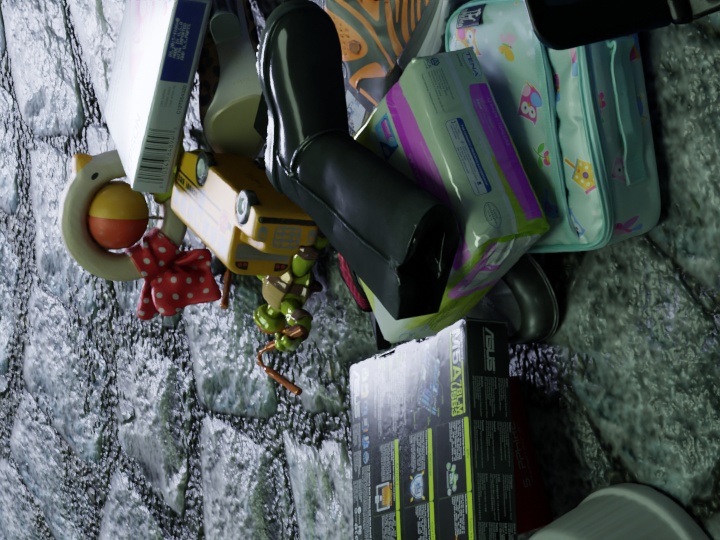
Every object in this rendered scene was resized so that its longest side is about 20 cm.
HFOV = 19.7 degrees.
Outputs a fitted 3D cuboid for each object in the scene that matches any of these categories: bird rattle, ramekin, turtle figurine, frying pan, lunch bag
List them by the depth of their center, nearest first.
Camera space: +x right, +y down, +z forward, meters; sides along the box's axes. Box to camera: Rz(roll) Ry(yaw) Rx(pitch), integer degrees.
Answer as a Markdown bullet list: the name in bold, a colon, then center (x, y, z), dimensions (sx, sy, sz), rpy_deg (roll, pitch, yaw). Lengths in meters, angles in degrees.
- **lunch bag**: center (0.140, -0.115, 1.498), dimensions (0.160, 0.077, 0.202), rpy_deg (2, 105, 58)
- **ramekin**: center (0.191, 0.270, 1.565), dimensions (0.202, 0.094, 0.204), rpy_deg (30, 128, 49)
- **frying pan**: center (0.085, 0.017, 1.658), dimensions (0.189, 0.031, 0.115), rpy_deg (-9, 117, 55)
- **turtle figurine**: center (-0.062, 0.006, 1.880), dimensions (0.200, 0.064, 0.162), rpy_deg (62, 139, 48)
- **bird rattle**: center (-0.216, -0.049, 2.029), dimensions (0.113, 0.162, 0.202), rpy_deg (-126, 43, -61)

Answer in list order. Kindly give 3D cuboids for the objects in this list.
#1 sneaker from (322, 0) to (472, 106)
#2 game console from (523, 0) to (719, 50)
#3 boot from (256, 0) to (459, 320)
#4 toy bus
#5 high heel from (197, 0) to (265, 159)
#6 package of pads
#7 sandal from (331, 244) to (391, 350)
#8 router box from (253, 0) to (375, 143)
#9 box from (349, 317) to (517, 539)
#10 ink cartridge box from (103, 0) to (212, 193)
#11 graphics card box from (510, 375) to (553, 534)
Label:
- **sneaker**: center (0.033, -0.218, 1.573), dimensions (0.112, 0.077, 0.201), rpy_deg (33, 115, 19)
- **game console**: center (0.178, -0.257, 1.285), dimensions (0.170, 0.118, 0.202), rpy_deg (-19, 87, 30)
- **boot**: center (-0.002, -0.080, 1.474), dimensions (0.200, 0.065, 0.166), rpy_deg (49, 150, 47)
- **toy bus**: center (-0.104, -0.052, 1.827), dimensions (0.200, 0.065, 0.079), rpy_deg (41, 123, 58)
- **high heel**: center (-0.122, -0.199, 1.920), dimensions (0.143, 0.071, 0.201), rpy_deg (-104, 8, -47)
- **package of pads**: center (0.053, -0.048, 1.532), dimensions (0.155, 0.068, 0.200), rpy_deg (68, 152, 15)
- **sandal**: center (0.000, 0.000, 1.739), dimensions (0.201, 0.045, 0.076), rpy_deg (87, 174, -51)
- **router box**: center (-0.013, -0.154, 1.748), dimensions (0.157, 0.052, 0.201), rpy_deg (51, 141, 33)
- **box**: center (0.055, 0.155, 1.656), dimensions (0.193, 0.047, 0.202), rpy_deg (-25, 62, 55)
- **ink cartridge box**: center (-0.196, -0.206, 1.915), dimensions (0.200, 0.043, 0.198), rpy_deg (-121, 39, -52)
- **graphics card box**: center (0.076, 0.164, 1.743), dimensions (0.200, 0.051, 0.126), rpy_deg (-19, 86, 58)
